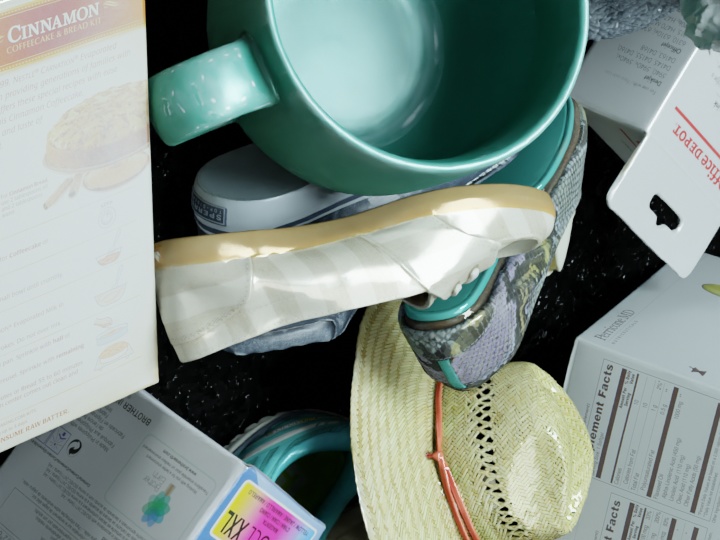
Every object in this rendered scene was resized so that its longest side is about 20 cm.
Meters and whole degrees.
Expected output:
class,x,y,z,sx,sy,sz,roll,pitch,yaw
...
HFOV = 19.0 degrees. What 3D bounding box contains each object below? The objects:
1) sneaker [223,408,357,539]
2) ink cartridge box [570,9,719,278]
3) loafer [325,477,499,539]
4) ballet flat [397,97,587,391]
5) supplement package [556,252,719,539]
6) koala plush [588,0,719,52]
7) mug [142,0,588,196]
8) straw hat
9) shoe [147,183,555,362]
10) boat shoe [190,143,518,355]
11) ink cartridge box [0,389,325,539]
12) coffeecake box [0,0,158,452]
class,x,y,z,sx,sy,sz,roll,pitch,yaw
sneaker,-0.069,0.138,1.051,0.200,0.079,0.078,-46,112,-25
ink cartridge box,0.187,-0.111,1.195,0.201,0.066,0.116,-58,140,-4
loafer,0.027,0.160,1.168,0.199,0.069,0.076,-10,158,-44
ballet flat,0.072,-0.011,1.094,0.201,0.071,0.072,-60,149,-44
supplement package,0.190,0.096,1.240,0.200,0.110,0.157,-32,136,-60
koala plush,0.173,-0.175,1.039,0.177,0.199,0.185,-30,132,-31
mug,-0.006,-0.112,0.945,0.184,0.114,0.154,11,81,-21
straw hat,0.072,0.095,1.097,0.201,0.084,0.203,47,35,-50
shoe,0.000,0.000,0.968,0.198,0.070,0.054,-10,84,-23
boat shoe,0.005,-0.030,1.057,0.199,0.071,0.092,-21,127,-29
ink cartridge box,-0.128,0.156,0.969,0.201,0.136,0.076,-53,134,-8
coffeecake box,-0.164,-0.027,0.873,0.153,0.073,0.202,-23,128,-36
